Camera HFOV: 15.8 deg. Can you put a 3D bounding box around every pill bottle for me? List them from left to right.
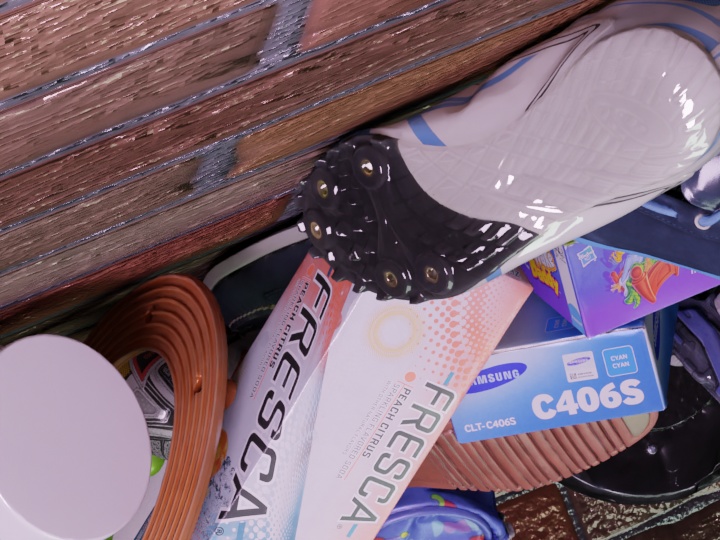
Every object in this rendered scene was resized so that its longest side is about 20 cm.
[{"bbox_3d":[-0.177,0.096,1.080,0.112,0.113,0.199,-18,174,-45],"label":"pill bottle"}]

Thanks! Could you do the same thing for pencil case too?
[{"bbox_3d":[0.029,0.071,1.305,0.086,0.201,0.078,6,137,-10],"label":"pencil case"}]

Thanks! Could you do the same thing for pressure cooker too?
[{"bbox_3d":[0.134,0.035,1.450,0.179,0.176,0.200,-43,-173,-4],"label":"pressure cooker"}]

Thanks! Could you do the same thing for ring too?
[{"bbox_3d":[-0.105,0.097,1.100,0.019,0.202,0.200,22,152,-25],"label":"ring"}]

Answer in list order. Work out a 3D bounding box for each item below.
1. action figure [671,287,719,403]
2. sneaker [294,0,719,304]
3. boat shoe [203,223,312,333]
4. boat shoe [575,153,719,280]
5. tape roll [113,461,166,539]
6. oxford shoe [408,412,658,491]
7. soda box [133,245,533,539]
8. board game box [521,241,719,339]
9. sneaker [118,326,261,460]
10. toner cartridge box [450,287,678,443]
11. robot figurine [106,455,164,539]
[{"bbox_3d":[0.184,0.009,1.299,0.193,0.201,0.105,-35,154,5],"label":"action figure"},{"bbox_3d":[0.060,-0.042,0.928,0.199,0.072,0.072,-22,-176,38],"label":"sneaker"},{"bbox_3d":[0.000,0.000,1.154,0.075,0.062,0.199,-21,176,-44],"label":"boat shoe"},{"bbox_3d":[0.133,-0.033,0.944,0.199,0.085,0.069,2,147,31],"label":"boat shoe"},{"bbox_3d":[-0.080,0.108,1.548,0.201,0.140,0.203,-22,176,-2],"label":"tape roll"},{"bbox_3d":[0.038,0.060,1.199,0.198,0.074,0.071,-10,143,16],"label":"oxford shoe"},{"bbox_3d":[-0.014,0.061,1.056,0.201,0.068,0.064,-59,-153,15],"label":"soda box"},{"bbox_3d":[0.157,-0.047,1.137,0.199,0.045,0.134,-22,-156,-12],"label":"board game box"},{"bbox_3d":[-0.086,0.043,1.261,0.082,0.078,0.200,21,-175,-4],"label":"sneaker"},{"bbox_3d":[0.095,0.004,1.179,0.094,0.043,0.200,-12,-156,15],"label":"toner cartridge box"},{"bbox_3d":[-0.184,0.122,1.331,0.175,0.116,0.200,-31,176,-3],"label":"robot figurine"}]
